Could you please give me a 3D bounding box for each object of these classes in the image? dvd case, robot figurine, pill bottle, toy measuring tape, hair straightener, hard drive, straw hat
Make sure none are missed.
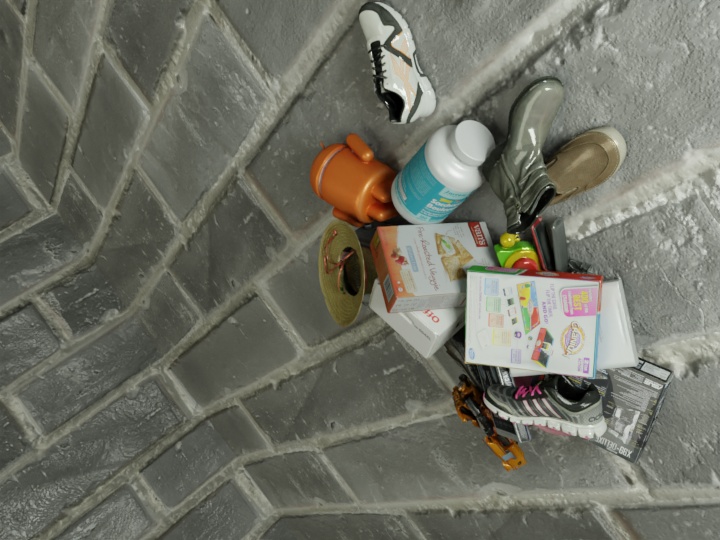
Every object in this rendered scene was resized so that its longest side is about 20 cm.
[{"bbox_3d":[0.245,0.201,1.360,0.150,0.025,0.201,127,128,-82],"label":"dvd case"},{"bbox_3d":[-0.011,-0.163,1.397,0.200,0.117,0.144,32,164,29],"label":"robot figurine"},{"bbox_3d":[0.134,-0.157,1.212,0.111,0.111,0.200,51,149,4],"label":"pill bottle"},{"bbox_3d":[0.248,0.296,1.494,0.200,0.058,0.145,49,-167,-16],"label":"robot figurine"},{"bbox_3d":[0.278,0.018,1.244,0.073,0.074,0.201,8,132,49],"label":"toy measuring tape"},{"bbox_3d":[0.324,0.010,1.186,0.077,0.041,0.201,2,116,44],"label":"hair straightener"},{"bbox_3d":[0.318,0.093,1.187,0.199,0.026,0.133,-11,96,34],"label":"hard drive"},{"bbox_3d":[0.000,0.000,1.371,0.201,0.085,0.202,7,98,63],"label":"straw hat"}]

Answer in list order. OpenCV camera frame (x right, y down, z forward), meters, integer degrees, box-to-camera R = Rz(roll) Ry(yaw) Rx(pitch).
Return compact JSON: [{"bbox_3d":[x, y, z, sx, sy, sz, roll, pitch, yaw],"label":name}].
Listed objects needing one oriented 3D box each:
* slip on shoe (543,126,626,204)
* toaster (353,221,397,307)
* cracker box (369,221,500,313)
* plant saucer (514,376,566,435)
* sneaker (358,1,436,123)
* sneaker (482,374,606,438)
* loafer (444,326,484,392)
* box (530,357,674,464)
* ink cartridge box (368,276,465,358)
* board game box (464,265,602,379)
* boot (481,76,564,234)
[{"bbox_3d":[0.289,-0.136,1.077,0.076,0.061,0.200,56,149,-5],"label":"slip on shoe"},{"bbox_3d":[0.061,0.003,1.465,0.129,0.113,0.201,12,125,44],"label":"toaster"},{"bbox_3d":[0.128,-0.008,1.250,0.058,0.199,0.134,115,145,-55],"label":"cracker box"},{"bbox_3d":[0.331,0.203,1.369,0.200,0.051,0.201,34,145,28],"label":"plant saucer"},{"bbox_3d":[0.048,-0.324,1.194,0.074,0.080,0.201,-10,111,57],"label":"sneaker"},{"bbox_3d":[0.294,0.200,1.214,0.199,0.074,0.088,10,112,29],"label":"sneaker"},{"bbox_3d":[0.208,0.152,1.474,0.200,0.073,0.071,57,160,-1],"label":"loafer"},{"bbox_3d":[0.379,0.197,1.227,0.199,0.050,0.158,23,119,27],"label":"box"},{"bbox_3d":[0.133,0.032,1.317,0.146,0.200,0.084,42,147,18],"label":"ink cartridge box"},{"bbox_3d":[0.261,0.077,1.160,0.199,0.040,0.154,5,104,21],"label":"board game box"},{"bbox_3d":[0.243,-0.153,1.047,0.200,0.067,0.131,113,149,-44],"label":"boot"}]
